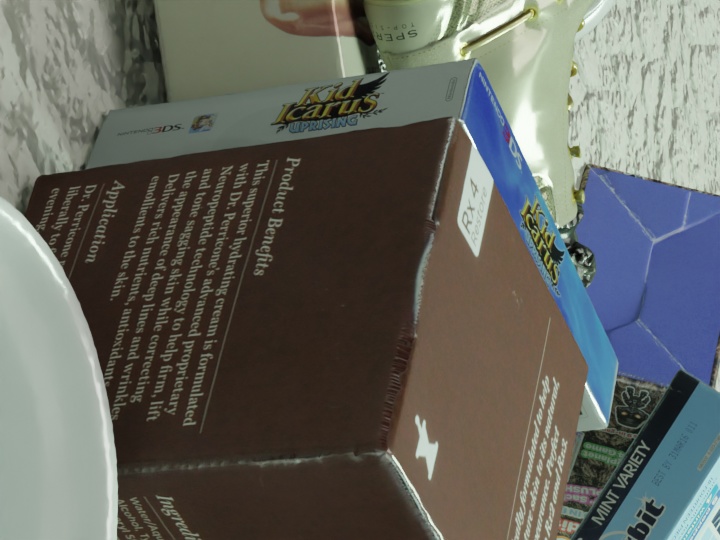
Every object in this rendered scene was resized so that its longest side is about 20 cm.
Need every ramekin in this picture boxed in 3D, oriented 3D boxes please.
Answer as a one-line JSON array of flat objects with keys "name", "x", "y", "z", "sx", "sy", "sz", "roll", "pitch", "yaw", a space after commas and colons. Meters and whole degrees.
[{"name": "ramekin", "x": -0.171, "y": 0.072, "z": 0.884, "sx": 0.200, "sy": 0.097, "sz": 0.202, "roll": -6, "pitch": 90, "yaw": -66}]

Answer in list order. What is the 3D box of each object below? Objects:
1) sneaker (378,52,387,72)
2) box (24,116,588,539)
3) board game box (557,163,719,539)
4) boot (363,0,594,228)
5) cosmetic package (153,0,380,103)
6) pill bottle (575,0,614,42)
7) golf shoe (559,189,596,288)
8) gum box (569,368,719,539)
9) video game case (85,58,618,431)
[{"name": "sneaker", "x": -0.019, "y": -0.125, "z": 1.323, "sx": 0.091, "sy": 0.077, "sz": 0.201, "roll": -31, "pitch": 110, "yaw": -46}, {"name": "box", "x": -0.035, "y": 0.062, "z": 1.065, "sx": 0.165, "sy": 0.198, "sz": 0.167, "roll": 60, "pitch": 34, "yaw": -42}, {"name": "board game box", "x": 0.144, "y": 0.072, "z": 1.488, "sx": 0.201, "sy": 0.096, "sz": 0.160, "roll": 98, "pitch": 8, "yaw": -46}, {"name": "boot", "x": 0.088, "y": -0.105, "z": 1.247, "sx": 0.199, "sy": 0.072, "sz": 0.156, "roll": -26, "pitch": 116, "yaw": -33}, {"name": "cosmetic package", "x": -0.050, "y": -0.170, "z": 1.202, "sx": 0.103, "sy": 0.086, "sz": 0.202, "roll": -37, "pitch": 119, "yaw": -79}, {"name": "pill bottle", "x": 0.079, "y": -0.167, "z": 1.386, "sx": 0.200, "sy": 0.113, "sz": 0.115, "roll": -160, "pitch": -117, "yaw": -87}, {"name": "golf shoe", "x": 0.020, "y": 0.003, "z": 1.326, "sx": 0.199, "sy": 0.094, "sz": 0.078, "roll": -4, "pitch": 88, "yaw": -30}, {"name": "gum box", "x": 0.147, "y": 0.154, "z": 1.339, "sx": 0.171, "sy": 0.044, "sz": 0.200, "roll": -56, "pitch": 160, "yaw": -6}, {"name": "video game case", "x": 0.000, "y": 0.000, "z": 1.178, "sx": 0.046, "sy": 0.180, "sz": 0.201, "roll": -75, "pitch": 148, "yaw": -41}]
